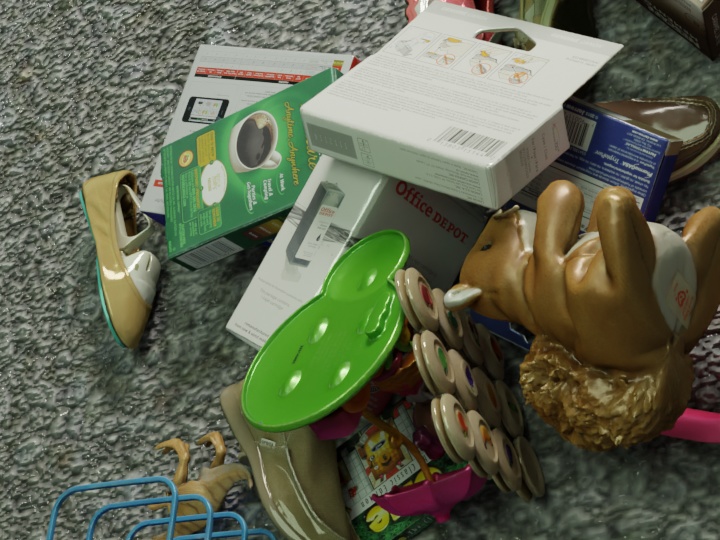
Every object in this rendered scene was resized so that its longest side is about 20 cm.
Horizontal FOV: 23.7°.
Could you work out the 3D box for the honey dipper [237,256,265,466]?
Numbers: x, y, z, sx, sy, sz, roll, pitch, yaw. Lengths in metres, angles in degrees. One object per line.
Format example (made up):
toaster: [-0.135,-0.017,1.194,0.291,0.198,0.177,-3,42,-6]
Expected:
honey dipper: [-0.085,0.075,1.527,0.038,0.038,0.201,-14,60,30]

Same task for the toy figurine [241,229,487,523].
toy figurine: [0.031,0.101,1.324,0.149,0.184,0.201,-13,38,41]

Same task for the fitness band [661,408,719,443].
fitness band: [0.236,0.052,1.275,0.199,0.037,0.145,9,99,35]

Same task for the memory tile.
memory tile: [0.085,0.089,1.287,0.017,0.200,0.154,-22,65,17]

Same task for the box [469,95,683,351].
box: [0.166,-0.030,1.356,0.121,0.032,0.201,26,108,28]

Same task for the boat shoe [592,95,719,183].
boat shoe: [0.194,-0.104,1.388,0.201,0.075,0.075,-14,62,30]

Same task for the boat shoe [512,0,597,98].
boat shoe: [0.159,-0.217,1.471,0.063,0.073,0.202,-15,58,36]

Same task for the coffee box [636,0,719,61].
coffee box: [0.230,-0.274,1.380,0.200,0.114,0.080,43,92,20]

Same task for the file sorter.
file sorter: [-0.148,0.257,1.383,0.138,0.200,0.124,-11,61,31]

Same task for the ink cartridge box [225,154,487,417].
ink cartridge box: [0.000,0.000,1.430,0.085,0.145,0.201,28,86,42]

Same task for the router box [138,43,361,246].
router box: [-0.097,-0.118,1.617,0.199,0.049,0.181,10,76,38]

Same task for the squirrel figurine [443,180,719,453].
squirrel figurine: [0.151,0.036,1.236,0.186,0.141,0.202,0,94,42]

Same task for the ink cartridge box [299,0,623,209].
ink cartridge box: [0.081,-0.134,1.348,0.199,0.045,0.176,21,49,39]

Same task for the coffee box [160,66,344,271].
coffee box: [-0.088,-0.088,1.535,0.199,0.044,0.124,-23,58,25]

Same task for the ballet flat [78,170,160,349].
ballet flat: [-0.226,-0.019,1.654,0.063,0.069,0.201,-24,57,8]

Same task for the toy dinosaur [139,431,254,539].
toy dinosaur: [-0.132,0.189,1.491,0.200,0.060,0.107,-46,48,40]

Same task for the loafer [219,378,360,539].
loafer: [-0.050,0.157,1.406,0.067,0.076,0.200,-42,59,13]

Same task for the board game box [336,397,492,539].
board game box: [0.029,0.169,1.413,0.200,0.023,0.105,-39,54,14]

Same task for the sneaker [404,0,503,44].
sneaker: [0.082,-0.188,1.508,0.086,0.074,0.202,-9,64,30]
